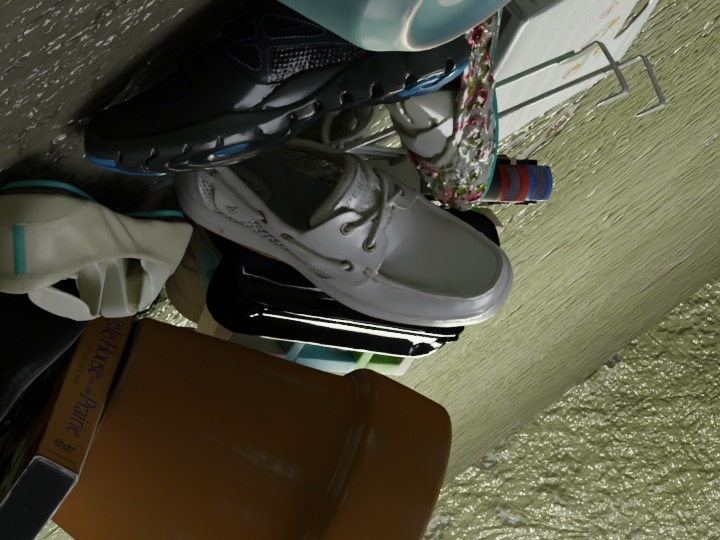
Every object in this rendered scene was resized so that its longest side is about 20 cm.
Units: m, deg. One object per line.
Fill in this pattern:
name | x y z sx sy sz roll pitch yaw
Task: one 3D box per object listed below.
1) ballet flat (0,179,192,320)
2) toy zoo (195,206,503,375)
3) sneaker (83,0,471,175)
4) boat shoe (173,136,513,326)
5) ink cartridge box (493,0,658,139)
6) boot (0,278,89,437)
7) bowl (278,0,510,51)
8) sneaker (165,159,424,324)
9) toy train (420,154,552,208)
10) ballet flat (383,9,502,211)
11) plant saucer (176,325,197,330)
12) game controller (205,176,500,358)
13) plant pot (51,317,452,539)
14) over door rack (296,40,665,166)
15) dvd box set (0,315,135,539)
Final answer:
ballet flat | -0.142 -0.004 1.191 0.069 0.070 0.200 -41 164 12
toy zoo | -0.018 0.006 1.380 0.199 0.020 0.131 8 126 -42
sneaker | -0.048 -0.105 1.127 0.199 0.082 0.073 -19 177 -2
boat shoe | -0.009 -0.030 1.225 0.069 0.199 0.071 102 9 -62
ink cartridge box | 0.128 -0.161 1.482 0.173 0.044 0.200 -33 166 -29
boot | -0.240 0.089 1.209 0.203 0.073 0.154 -41 174 -47
bowl | 0.032 -0.175 1.010 0.201 0.105 0.201 -37 167 -10
sneaker | -0.024 -0.029 1.398 0.199 0.075 0.100 -24 156 -22
toy train | 0.081 -0.055 1.372 0.046 0.034 0.200 1 -177 18
ballet flat | 0.038 -0.120 1.189 0.064 0.076 0.201 -18 123 -34
plant saucer | -0.099 0.070 1.459 0.200 0.199 0.051 57 41 -78
game controller | 0.000 0.000 1.347 0.199 0.042 0.105 10 110 -44
plant pot | -0.076 0.123 1.288 0.201 0.183 0.200 -57 -169 18
over door rack | 0.068 -0.109 1.318 0.199 0.067 0.148 -10 179 18
dvd box set | -0.183 0.097 1.272 0.146 0.029 0.200 -52 -166 30
